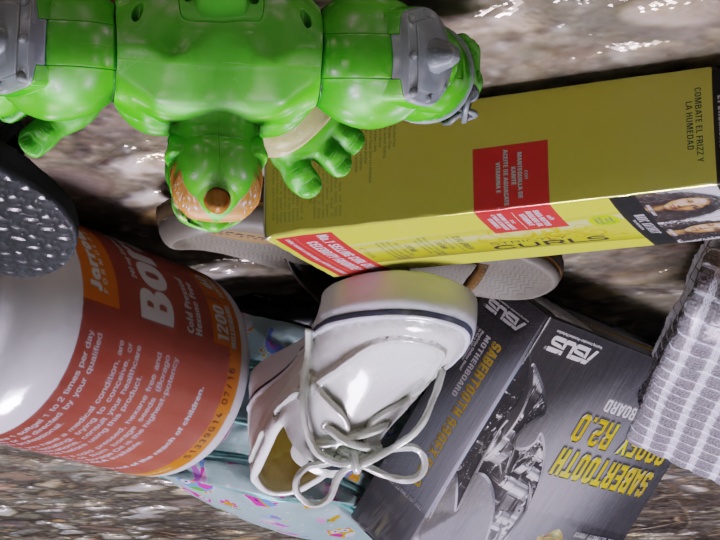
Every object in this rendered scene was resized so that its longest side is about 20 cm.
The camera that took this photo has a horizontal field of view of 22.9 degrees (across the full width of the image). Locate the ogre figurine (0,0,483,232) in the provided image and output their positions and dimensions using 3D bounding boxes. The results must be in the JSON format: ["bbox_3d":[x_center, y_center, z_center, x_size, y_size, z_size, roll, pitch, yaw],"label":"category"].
[{"bbox_3d":[-0.052,-0.066,0.559,0.199,0.099,0.120,20,179,-10],"label":"ogre figurine"}]

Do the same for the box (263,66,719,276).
[{"bbox_3d":[0.064,-0.037,0.715,0.198,0.051,0.075,-5,165,23],"label":"box"}]

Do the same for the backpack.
[{"bbox_3d":[-0.034,0.088,1.027,0.166,0.128,0.200,-2,161,22],"label":"backpack"}]

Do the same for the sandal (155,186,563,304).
[{"bbox_3d":[0.000,0.000,0.841,0.199,0.055,0.082,8,163,-24],"label":"sandal"}]

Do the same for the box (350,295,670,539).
[{"bbox_3d":[0.105,0.101,1.016,0.048,0.159,0.199,37,-170,40],"label":"box"}]

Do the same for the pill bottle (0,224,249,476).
[{"bbox_3d":[-0.152,0.031,0.858,0.111,0.113,0.200,-9,162,31],"label":"pill bottle"}]

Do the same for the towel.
[{"bbox_3d":[0.220,0.062,0.852,0.165,0.086,0.200,23,154,10],"label":"towel"}]

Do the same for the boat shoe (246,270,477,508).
[{"bbox_3d":[-0.008,0.068,0.824,0.074,0.087,0.202,16,154,-22],"label":"boat shoe"}]

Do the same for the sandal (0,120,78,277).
[{"bbox_3d":[-0.165,-0.058,0.687,0.075,0.048,0.201,-3,151,19],"label":"sandal"}]
